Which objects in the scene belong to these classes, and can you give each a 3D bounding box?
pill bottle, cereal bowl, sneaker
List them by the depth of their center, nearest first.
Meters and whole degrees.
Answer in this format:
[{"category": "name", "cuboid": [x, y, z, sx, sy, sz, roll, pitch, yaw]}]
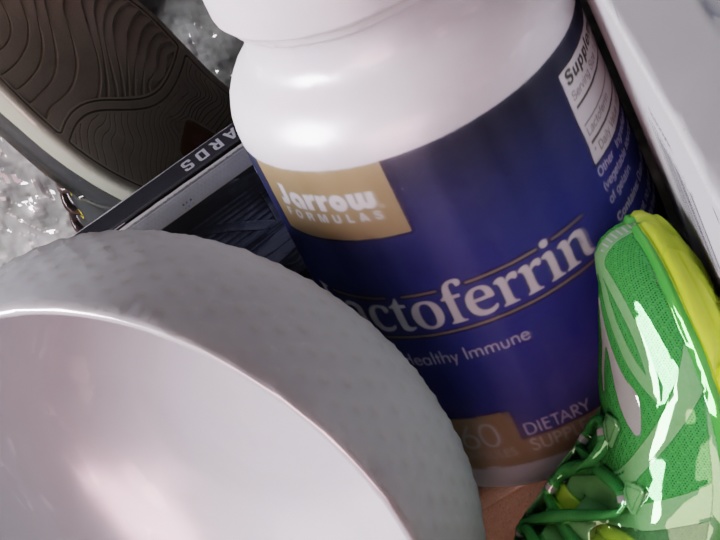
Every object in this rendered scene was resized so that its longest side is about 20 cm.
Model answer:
[{"category": "sneaker", "cuboid": [0.080, 0.083, 0.687, 0.083, 0.074, 0.201, -2, 100, 0]}, {"category": "pill bottle", "cuboid": [0.027, -0.039, 0.727, 0.115, 0.116, 0.201, -11, 124, 25]}, {"category": "cereal bowl", "cuboid": [-0.046, 0.064, 0.728, 0.199, 0.083, 0.201, 18, 136, 18]}, {"category": "sneaker", "cuboid": [-0.094, -0.033, 0.842, 0.200, 0.075, 0.106, 35, 142, -28]}]

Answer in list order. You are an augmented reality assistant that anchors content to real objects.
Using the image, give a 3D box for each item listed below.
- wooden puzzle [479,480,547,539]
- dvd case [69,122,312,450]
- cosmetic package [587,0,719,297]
[{"category": "wooden puzzle", "cuboid": [0.092, 0.152, 0.787, 0.199, 0.046, 0.186, -32, 84, 18]}, {"category": "dvd case", "cuboid": [0.000, 0.000, 0.814, 0.200, 0.025, 0.151, -35, 122, -6]}, {"category": "cosmetic package", "cuboid": [0.185, -0.054, 0.641, 0.199, 0.200, 0.123, -24, 120, 6]}]
